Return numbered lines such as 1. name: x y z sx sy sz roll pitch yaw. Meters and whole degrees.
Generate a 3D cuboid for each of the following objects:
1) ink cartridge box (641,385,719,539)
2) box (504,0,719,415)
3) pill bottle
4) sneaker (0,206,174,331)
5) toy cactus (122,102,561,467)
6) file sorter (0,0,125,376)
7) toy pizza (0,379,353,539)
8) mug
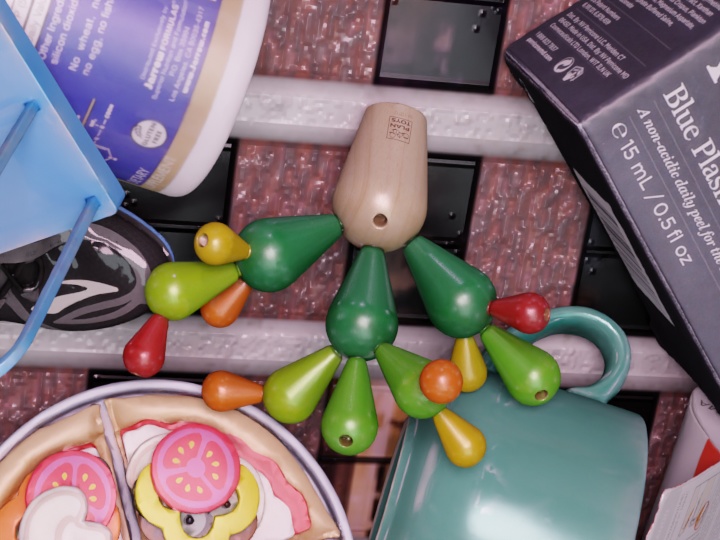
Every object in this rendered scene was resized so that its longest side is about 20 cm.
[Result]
1. ink cartridge box: 0.150 0.146 0.879 0.199 0.050 0.164 -15 126 -55
2. box: 0.208 -0.065 0.829 0.199 0.118 0.197 -33 116 1
3. pill bottle: -0.147 -0.116 0.722 0.198 0.120 0.121 18 108 -18
4. sneaker: -0.182 -0.005 0.783 0.198 0.083 0.071 12 108 -18
5. toy cactus: 0.000 0.000 0.797 0.198 0.102 0.167 9 71 4
6. file sorter: -0.204 -0.054 0.619 0.138 0.123 0.201 -17 121 21
7. toy pizza: -0.097 0.151 0.807 0.198 0.032 0.203 1 81 -9
8. mug: 0.068 0.119 0.870 0.113 0.186 0.153 16 129 0
